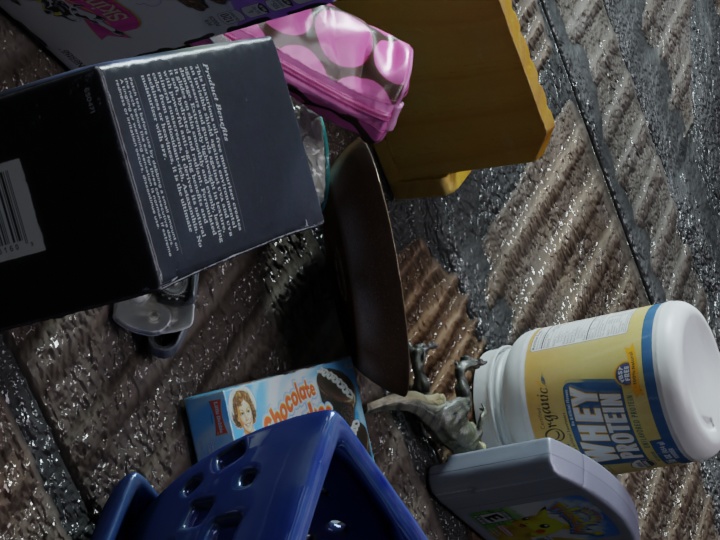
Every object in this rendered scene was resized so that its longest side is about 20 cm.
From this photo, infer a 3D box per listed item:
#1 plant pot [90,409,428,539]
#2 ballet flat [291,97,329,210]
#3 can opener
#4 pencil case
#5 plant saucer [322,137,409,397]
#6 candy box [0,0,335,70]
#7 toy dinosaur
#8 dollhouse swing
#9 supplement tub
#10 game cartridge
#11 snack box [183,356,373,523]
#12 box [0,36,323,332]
[{"bbox_3d":[-0.068,0.227,1.162,0.200,0.179,0.200,58,31,-35],"label":"plant pot"},{"bbox_3d":[-0.070,-0.135,1.470,0.072,0.072,0.201,24,56,-59],"label":"ballet flat"},{"bbox_3d":[-0.133,-0.039,1.318,0.067,0.053,0.201,97,-5,-62],"label":"can opener"},{"bbox_3d":[-0.054,-0.160,1.389,0.200,0.091,0.094,23,15,-24],"label":"pencil case"},{"bbox_3d":[0.000,0.000,1.483,0.200,0.037,0.201,171,-90,-83],"label":"plant saucer"},{"bbox_3d":[-0.138,-0.211,1.193,0.168,0.200,0.072,42,44,-49],"label":"candy box"},{"bbox_3d":[0.067,0.109,1.643,0.200,0.047,0.088,34,56,-50],"label":"toy dinosaur"},{"bbox_3d":[0.085,-0.186,1.659,0.200,0.175,0.182,68,28,-17],"label":"dollhouse swing"},{"bbox_3d":[0.217,0.114,1.759,0.145,0.200,0.145,37,46,-52],"label":"supplement tub"},{"bbox_3d":[0.161,0.204,1.684,0.200,0.133,0.041,43,38,-48],"label":"game cartridge"},{"bbox_3d":[-0.052,0.132,1.398,0.200,0.037,0.117,-11,88,-64],"label":"snack box"},{"bbox_3d":[-0.159,-0.044,1.080,0.198,0.200,0.124,-24,99,-64],"label":"box"}]
